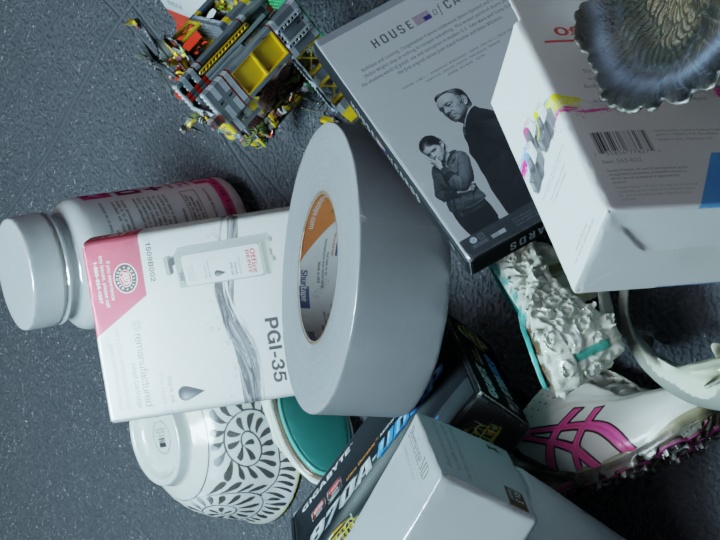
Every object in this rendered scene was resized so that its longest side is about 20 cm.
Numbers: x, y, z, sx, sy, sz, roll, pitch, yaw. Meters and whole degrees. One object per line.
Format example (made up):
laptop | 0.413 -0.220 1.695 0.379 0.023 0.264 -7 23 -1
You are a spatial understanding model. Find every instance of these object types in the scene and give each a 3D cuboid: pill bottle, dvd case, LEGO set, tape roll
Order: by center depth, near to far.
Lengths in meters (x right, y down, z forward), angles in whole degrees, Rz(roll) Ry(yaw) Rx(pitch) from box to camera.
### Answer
dvd case | 0.081 -0.110 0.988 0.201 0.150 0.025 56 170 29
tape roll | 0.000 0.000 1.064 0.200 0.066 0.202 -176 90 -73
LEGO set | -0.086 -0.128 1.165 0.200 0.116 0.154 29 163 49
pill bottle | -0.202 -0.012 1.323 0.113 0.199 0.114 27 122 54

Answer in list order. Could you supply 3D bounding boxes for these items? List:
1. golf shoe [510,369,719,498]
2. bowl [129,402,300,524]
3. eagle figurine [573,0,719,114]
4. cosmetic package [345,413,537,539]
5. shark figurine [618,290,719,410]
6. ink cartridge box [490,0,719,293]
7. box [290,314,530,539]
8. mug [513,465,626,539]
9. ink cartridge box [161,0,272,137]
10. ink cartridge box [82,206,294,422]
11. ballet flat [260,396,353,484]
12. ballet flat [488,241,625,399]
golf shoe | 0.151 0.097 1.000 0.200 0.072 0.093 -29 74 52
bowl | -0.146 0.141 1.384 0.200 0.094 0.202 16 111 49
eagle figurine | 0.181 -0.162 0.819 0.151 0.151 0.201 -36 64 21
cosmetic package | 0.023 0.199 0.943 0.201 0.074 0.102 -63 13 11
shark figurine | 0.233 0.058 0.884 0.214 0.089 0.129 -16 52 45
ink cartridge box | 0.151 -0.085 0.892 0.068 0.114 0.201 105 156 -45
box | 0.028 0.142 1.062 0.200 0.046 0.159 -53 14 11
mug | 0.122 0.235 0.986 0.187 0.152 0.150 -54 17 34
ink cartridge box | -0.130 -0.229 1.313 0.162 0.057 0.201 27 114 47
ink cartridge box | -0.104 0.031 1.211 0.083 0.198 0.148 -25 -74 -84
ballet flat | -0.059 0.105 1.288 0.070 0.069 0.201 -58 47 42
ballet flat | 0.128 0.021 0.997 0.200 0.071 0.072 -105 20 -67
